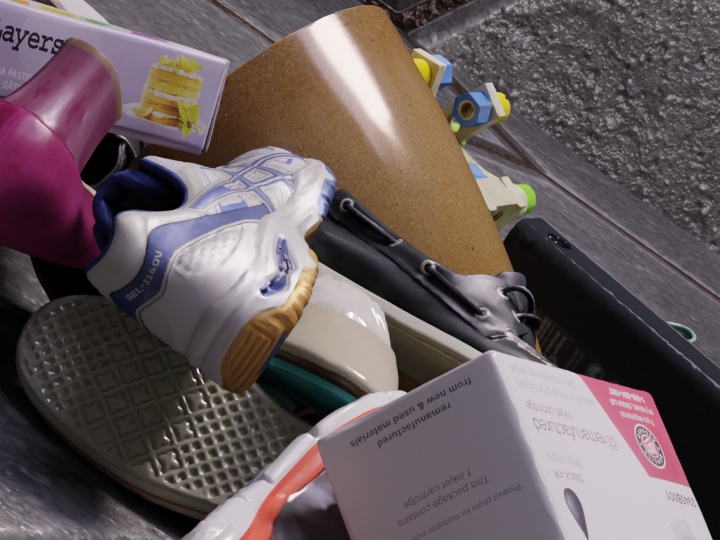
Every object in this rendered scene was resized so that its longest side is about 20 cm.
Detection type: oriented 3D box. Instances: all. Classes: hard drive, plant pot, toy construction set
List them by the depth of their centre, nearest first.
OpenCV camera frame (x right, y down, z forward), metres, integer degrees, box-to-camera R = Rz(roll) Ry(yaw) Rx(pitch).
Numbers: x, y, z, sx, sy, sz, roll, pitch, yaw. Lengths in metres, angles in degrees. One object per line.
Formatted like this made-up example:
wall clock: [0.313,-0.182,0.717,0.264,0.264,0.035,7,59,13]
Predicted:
plant pot: [0.000,0.000,1.245,0.200,0.186,0.186,51,14,10]
hard drive: [0.124,0.088,1.269,0.200,0.140,0.033,42,23,26]
toy construction set: [0.022,-0.019,1.378,0.092,0.200,0.131,-18,69,-38]

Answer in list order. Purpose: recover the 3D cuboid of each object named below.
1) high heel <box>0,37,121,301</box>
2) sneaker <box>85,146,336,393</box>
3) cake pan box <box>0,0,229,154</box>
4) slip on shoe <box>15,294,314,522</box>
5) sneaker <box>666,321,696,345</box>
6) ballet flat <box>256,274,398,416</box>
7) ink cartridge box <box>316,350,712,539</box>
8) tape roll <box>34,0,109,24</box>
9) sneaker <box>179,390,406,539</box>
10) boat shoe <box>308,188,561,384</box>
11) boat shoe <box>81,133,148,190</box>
high heel: [-0.139,-0.006,1.032,0.067,0.096,0.200,26,-32,21]
sneaker: [-0.064,-0.023,1.007,0.088,0.075,0.200,32,12,-9]
cake pan box: [-0.182,-0.109,1.148,0.183,0.053,0.200,16,4,-27]
slip on shoe: [-0.055,0.078,1.013,0.199,0.074,0.061,29,-23,-3]
sneaker: [0.159,0.096,1.343,0.200,0.118,0.074,44,27,-13]
ballet flat: [-0.026,0.032,1.072,0.069,0.070,0.200,32,-14,-18]
ink cartridge box: [0.081,0.141,0.879,0.145,0.085,0.201,16,49,-58]
tape roll: [-0.229,-0.146,1.389,0.202,0.071,0.203,34,11,-8]
sneaker: [-0.019,0.113,0.906,0.082,0.077,0.200,49,34,3]
boat shoe: [0.048,0.024,1.123,0.199,0.066,0.075,28,-23,25]
boat shoe: [-0.137,-0.063,1.312,0.199,0.074,0.068,20,25,-47]
